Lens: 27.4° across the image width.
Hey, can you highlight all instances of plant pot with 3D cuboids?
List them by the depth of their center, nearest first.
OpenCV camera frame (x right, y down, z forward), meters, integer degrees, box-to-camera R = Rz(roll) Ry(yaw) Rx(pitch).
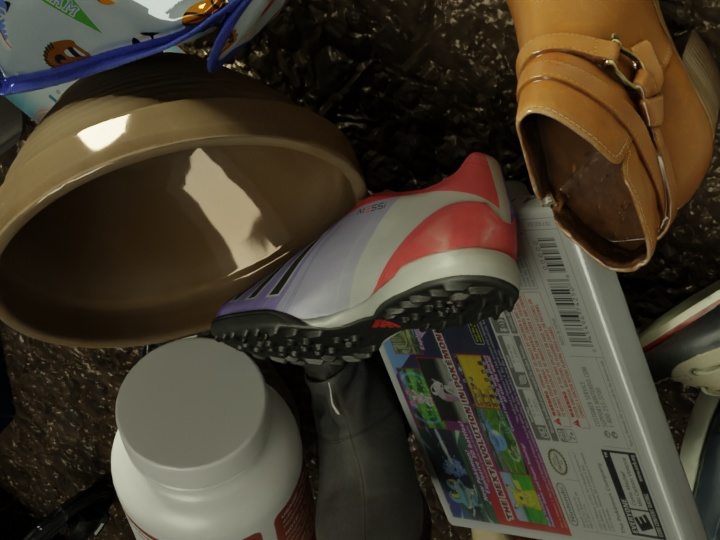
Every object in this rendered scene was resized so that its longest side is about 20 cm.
[{"bbox_3d":[-0.102,-0.047,0.761,0.201,0.200,0.093,-43,56,42],"label":"plant pot"}]

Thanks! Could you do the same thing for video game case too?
[{"bbox_3d":[0.080,0.056,0.784,0.182,0.023,0.201,-1,116,51],"label":"video game case"}]

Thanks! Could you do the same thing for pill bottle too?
[{"bbox_3d":[-0.086,0.129,0.881,0.112,0.113,0.200,17,147,16],"label":"pill bottle"}]

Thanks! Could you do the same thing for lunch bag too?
[{"bbox_3d":[-0.079,-0.173,0.708,0.199,0.170,0.124,-10,116,32],"label":"lunch bag"}]

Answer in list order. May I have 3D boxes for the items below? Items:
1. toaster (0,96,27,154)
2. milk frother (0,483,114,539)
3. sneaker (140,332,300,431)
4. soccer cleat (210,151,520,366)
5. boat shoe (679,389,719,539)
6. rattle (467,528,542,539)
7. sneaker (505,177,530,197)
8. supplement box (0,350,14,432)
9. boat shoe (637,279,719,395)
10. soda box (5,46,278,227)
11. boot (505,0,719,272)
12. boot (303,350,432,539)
[{"bbox_3d":[-0.299,-0.106,0.907,0.199,0.129,0.114,18,131,16],"label":"toaster"},{"bbox_3d":[-0.315,0.192,1.154,0.188,0.181,0.200,40,90,-4],"label":"milk frother"},{"bbox_3d":[-0.110,0.051,0.955,0.079,0.079,0.201,-6,122,25],"label":"sneaker"},{"bbox_3d":[0.000,0.000,0.752,0.068,0.074,0.199,21,153,-39],"label":"soccer cleat"},{"bbox_3d":[0.218,0.151,0.858,0.062,0.075,0.201,19,122,30],"label":"boat shoe"},{"bbox_3d":[0.103,0.209,0.922,0.130,0.143,0.200,28,129,-18],"label":"rattle"},{"bbox_3d":[0.091,0.052,0.837,0.090,0.066,0.201,40,140,39],"label":"sneaker"},{"bbox_3d":[-0.383,0.050,1.065,0.199,0.134,0.201,14,129,19],"label":"supplement box"},{"bbox_3d":[0.199,0.034,0.774,0.200,0.071,0.063,-39,86,35],"label":"boat shoe"},{"bbox_3d":[-0.125,-0.090,0.868,0.200,0.064,0.068,40,131,-2],"label":"soda box"},{"bbox_3d":[0.092,-0.106,0.675,0.200,0.155,0.074,45,131,-9],"label":"boot"},{"bbox_3d":[-0.013,0.076,0.845,0.069,0.200,0.132,-18,121,6],"label":"boot"}]
